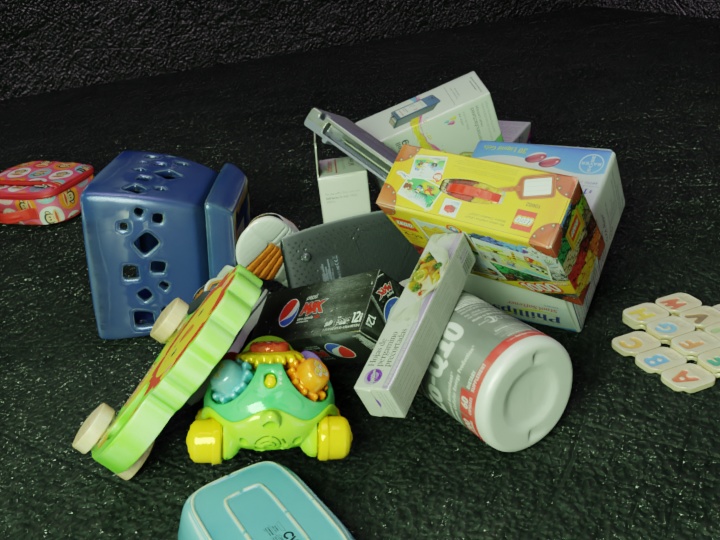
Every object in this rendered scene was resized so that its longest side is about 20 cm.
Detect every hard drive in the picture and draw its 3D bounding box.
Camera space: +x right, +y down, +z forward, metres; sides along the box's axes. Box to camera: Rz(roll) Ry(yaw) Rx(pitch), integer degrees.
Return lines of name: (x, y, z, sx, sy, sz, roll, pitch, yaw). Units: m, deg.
hard drive: (0.000, 0.000, 0.991, 0.198, 0.136, 0.042, -14, 5, -25)

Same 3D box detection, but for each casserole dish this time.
casserole dish: (-0.074, 0.216, 0.641, 0.120, 0.039, 0.200, -19, 29, -27)

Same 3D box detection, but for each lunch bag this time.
lunch bag: (-0.601, -0.136, 1.470, 0.198, 0.083, 0.176, 3, 30, 21)

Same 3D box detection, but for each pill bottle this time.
pill bottle: (0.103, 0.084, 0.800, 0.113, 0.115, 0.200, -18, 27, -27)

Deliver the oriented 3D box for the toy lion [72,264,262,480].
toy lion: (-0.164, 0.088, 0.715, 0.201, 0.068, 0.191, -58, 15, -23)

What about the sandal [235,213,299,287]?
sandal: (-0.108, -0.027, 1.023, 0.079, 0.207, 0.059, -38, 65, 5)

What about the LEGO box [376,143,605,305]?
LEGO box: (0.140, -0.049, 0.842, 0.199, 0.149, 0.078, 17, 75, 34)

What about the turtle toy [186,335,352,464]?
turtle toy: (-0.087, 0.116, 0.756, 0.144, 0.102, 0.200, 0, -1, -8)

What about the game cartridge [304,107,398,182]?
game cartridge: (0.031, -0.136, 1.024, 0.199, 0.039, 0.130, 37, 10, 13)

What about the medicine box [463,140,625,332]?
medicine box: (0.204, -0.047, 0.981, 0.181, 0.103, 0.201, 11, 61, 32)

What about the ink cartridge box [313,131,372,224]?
ink cartridge box: (-0.019, -0.084, 1.072, 0.067, 0.202, 0.117, -8, 19, -1)

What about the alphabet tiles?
alphabet tiles: (0.388, 0.076, 0.880, 0.194, 0.015, 0.200, -14, 26, -18)

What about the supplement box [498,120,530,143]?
supplement box: (0.222, -0.185, 1.378, 0.102, 0.102, 0.200, 6, 27, 23)

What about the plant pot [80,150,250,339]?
plant pot: (-0.238, -0.037, 1.042, 0.178, 0.202, 0.200, 1, 24, 0)

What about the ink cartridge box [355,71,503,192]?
ink cartridge box: (0.108, -0.183, 1.196, 0.198, 0.146, 0.088, -22, 37, 4)

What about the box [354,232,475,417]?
box: (0.055, 0.045, 0.748, 0.038, 0.042, 0.201, -3, 44, 36)

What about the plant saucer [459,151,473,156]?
plant saucer: (0.211, -0.066, 1.097, 0.198, 0.048, 0.202, 7, 61, 21)

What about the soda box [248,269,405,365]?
soda box: (-0.032, 0.055, 0.837, 0.199, 0.063, 0.071, -12, 51, 49)

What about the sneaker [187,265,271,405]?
sneaker: (-0.168, 0.067, 0.900, 0.078, 0.079, 0.200, -43, 11, 30)
